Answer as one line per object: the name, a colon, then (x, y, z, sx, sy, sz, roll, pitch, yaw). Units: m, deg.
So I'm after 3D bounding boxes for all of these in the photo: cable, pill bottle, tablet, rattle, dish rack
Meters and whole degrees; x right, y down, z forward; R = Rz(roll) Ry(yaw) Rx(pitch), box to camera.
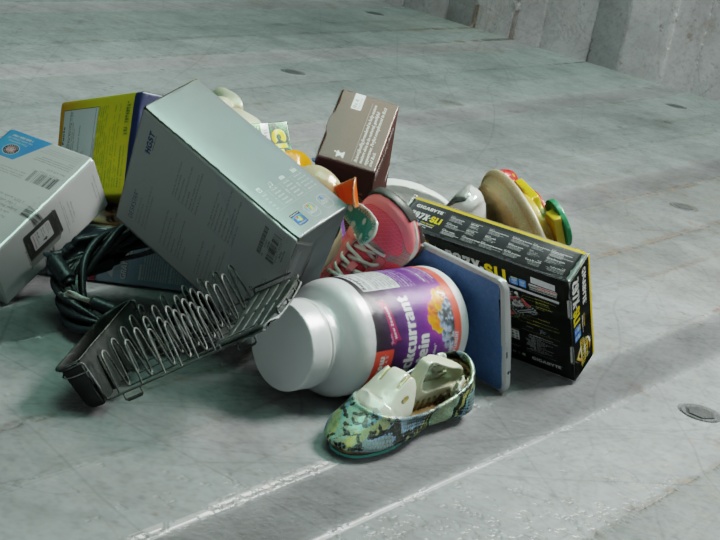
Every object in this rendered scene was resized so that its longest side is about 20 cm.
cable: (-0.200, 0.010, 1.536, 0.200, 0.051, 0.163, -8, 41, -29)
pill bottle: (-0.001, 0.059, 1.480, 0.200, 0.112, 0.111, -8, 26, -45)
tablet: (0.076, 0.031, 1.588, 0.014, 0.130, 0.200, -26, 37, -34)
rattle: (-0.027, -0.076, 1.545, 0.143, 0.130, 0.200, -22, -3, -43)
dish rack: (-0.150, 0.046, 1.368, 0.200, 0.055, 0.153, -23, 15, 16)

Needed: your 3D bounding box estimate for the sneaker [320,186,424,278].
sneaker: (0.000, 0.000, 1.570, 0.074, 0.200, 0.087, 39, 52, 10)

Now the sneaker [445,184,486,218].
sneaker: (0.129, -0.015, 1.694, 0.087, 0.200, 0.075, 34, 66, 30)

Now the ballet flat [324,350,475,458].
ballet flat: (0.039, 0.111, 1.414, 0.074, 0.074, 0.200, 21, 21, 28)

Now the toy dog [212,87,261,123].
toy dog: (-0.222, -0.128, 1.897, 0.200, 0.140, 0.194, -14, 21, -28)

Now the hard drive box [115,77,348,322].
hard drive box: (-0.126, -0.055, 1.489, 0.200, 0.156, 0.077, 41, 48, 15)

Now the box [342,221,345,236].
box: (-0.083, -0.067, 1.770, 0.039, 0.137, 0.200, -24, 33, -25)

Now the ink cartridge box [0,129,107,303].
ink cartridge box: (-0.362, -0.044, 1.566, 0.116, 0.067, 0.200, 21, 52, 27)

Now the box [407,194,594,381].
box: (0.139, 0.019, 1.619, 0.200, 0.160, 0.049, 20, 53, 26)

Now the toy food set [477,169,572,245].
toy food set: (0.182, -0.017, 1.708, 0.049, 0.200, 0.198, -20, 34, -11)

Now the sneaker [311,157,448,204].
sneaker: (0.023, -0.100, 2.030, 0.200, 0.081, 0.146, 6, 22, 2)

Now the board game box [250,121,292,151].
board game box: (-0.105, -0.054, 1.642, 0.105, 0.200, 0.023, -7, -7, -31)

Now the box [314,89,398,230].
box: (-0.010, -0.102, 1.796, 0.075, 0.200, 0.100, 16, 59, 6)

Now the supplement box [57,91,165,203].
supplement box: (-0.241, -0.126, 1.709, 0.109, 0.109, 0.200, 9, -3, -35)

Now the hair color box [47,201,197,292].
hair color box: (-0.230, -0.026, 1.684, 0.200, 0.061, 0.099, 7, 18, -11)
